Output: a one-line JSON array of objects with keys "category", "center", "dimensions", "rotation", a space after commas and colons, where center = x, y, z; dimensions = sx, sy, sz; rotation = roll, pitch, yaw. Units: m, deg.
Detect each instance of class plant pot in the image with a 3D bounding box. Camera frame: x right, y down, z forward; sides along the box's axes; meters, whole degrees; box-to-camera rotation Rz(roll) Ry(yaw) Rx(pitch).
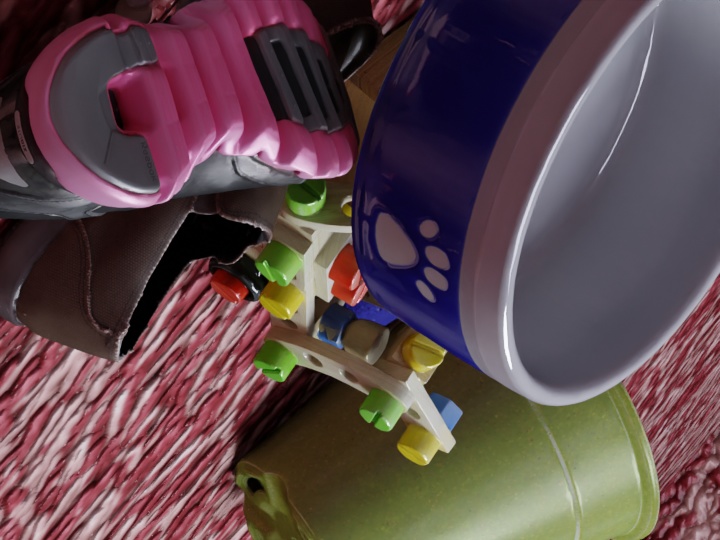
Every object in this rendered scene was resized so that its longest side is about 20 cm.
[{"category": "plant pot", "center": [0.035, 0.115, 1.506], "dimensions": [0.190, 0.200, 0.200], "rotation": [-29, 159, -19]}]

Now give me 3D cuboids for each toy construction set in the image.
[{"category": "toy construction set", "center": [0.000, 0.000, 1.168], "dimensions": [0.092, 0.131, 0.200], "rotation": [-50, 166, -34]}]

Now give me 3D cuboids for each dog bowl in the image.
[{"category": "dog bowl", "center": [0.088, -0.052, 1.032], "dimensions": [0.200, 0.079, 0.200], "rotation": [-38, 144, -35]}]

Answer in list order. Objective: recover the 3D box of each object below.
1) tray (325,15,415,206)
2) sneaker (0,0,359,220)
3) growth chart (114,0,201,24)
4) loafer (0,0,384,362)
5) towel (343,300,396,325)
[{"category": "tray", "center": [0.061, -0.107, 1.273], "dimensions": [0.200, 0.037, 0.099], "rotation": [-39, 161, -33]}, {"category": "sneaker", "center": [-0.077, -0.053, 0.941], "dimensions": [0.095, 0.079, 0.200], "rotation": [-22, 174, 32]}, {"category": "growth chart", "center": [-0.015, -0.159, 0.965], "dimensions": [0.200, 0.018, 0.145], "rotation": [-31, 156, -50]}, {"category": "loafer", "center": [-0.056, -0.036, 1.041], "dimensions": [0.200, 0.071, 0.073], "rotation": [-46, 165, -14]}, {"category": "towel", "center": [0.061, -0.043, 1.281], "dimensions": [0.148, 0.050, 0.200], "rotation": [-30, 172, -36]}]
